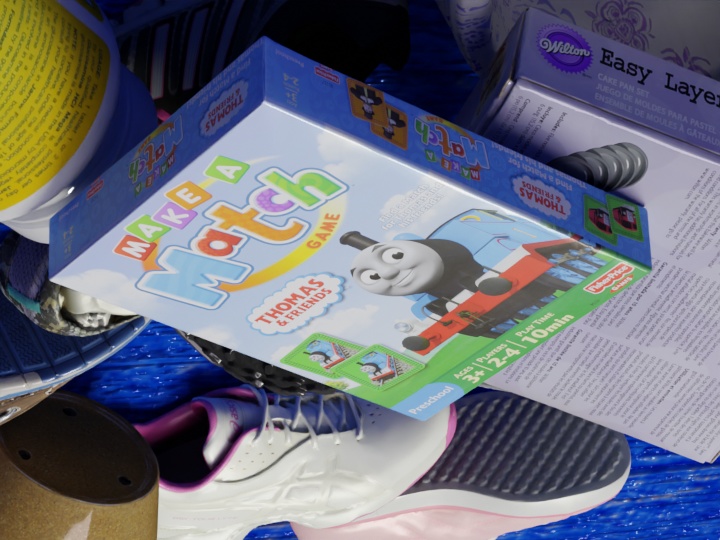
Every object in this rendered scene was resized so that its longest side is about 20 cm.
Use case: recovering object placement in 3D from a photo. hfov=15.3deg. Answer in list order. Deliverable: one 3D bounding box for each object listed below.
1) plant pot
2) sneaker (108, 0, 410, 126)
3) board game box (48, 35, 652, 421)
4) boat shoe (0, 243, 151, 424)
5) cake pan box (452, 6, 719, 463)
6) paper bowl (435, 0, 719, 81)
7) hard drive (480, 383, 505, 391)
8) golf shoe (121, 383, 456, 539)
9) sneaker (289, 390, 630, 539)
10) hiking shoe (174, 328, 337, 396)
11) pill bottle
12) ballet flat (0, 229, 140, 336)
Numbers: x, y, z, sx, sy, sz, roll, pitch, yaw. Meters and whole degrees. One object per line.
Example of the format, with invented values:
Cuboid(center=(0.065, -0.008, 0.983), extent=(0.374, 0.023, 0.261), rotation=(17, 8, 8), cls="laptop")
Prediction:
Cuboid(center=(-0.181, 0.166, 1.382), extent=(0.185, 0.187, 0.201), rotation=(6, 123, -36), cls="plant pot")
Cuboid(center=(-0.057, -0.080, 1.174), extent=(0.199, 0.088, 0.074), rotation=(-33, 146, 18), cls="sneaker")
Cuboid(center=(-0.004, -0.011, 1.095), extent=(0.199, 0.037, 0.151), rotation=(22, 140, -31), cls="board game box")
Cuboid(center=(-0.187, 0.042, 1.291), extent=(0.199, 0.073, 0.072), rotation=(-23, 164, -7), cls="boat shoe")
Cuboid(center=(0.113, -0.007, 1.170), extent=(0.183, 0.053, 0.200), rotation=(21, 139, -8), cls="cake pan box")
Cuboid(center=(0.116, -0.169, 1.143), extent=(0.199, 0.105, 0.201), rotation=(-15, 145, -11), cls="paper bowl")
Cuboid(center=(0.099, 0.008, 1.430), extent=(0.199, 0.043, 0.135), rotation=(13, 132, -43), cls="hard drive")
Cuboid(center=(-0.043, 0.095, 1.439), extent=(0.199, 0.076, 0.092), rotation=(-20, 143, -7), cls="golf shoe")
Cuboid(center=(0.054, 0.129, 1.528), extent=(0.198, 0.076, 0.105), rotation=(-7, 145, 0), cls="sneaker")
Cuboid(center=(0.000, 0.000, 1.326), extent=(0.199, 0.101, 0.076), rotation=(-5, 138, 25), cls="hiking shoe")
Cuboid(center=(-0.168, -0.088, 1.076), extent=(0.112, 0.113, 0.200), rotation=(-33, 145, 13), cls="pill bottle")
Cuboid(center=(-0.068, -0.016, 1.248), extent=(0.199, 0.072, 0.072), rotation=(-21, 147, -16), cls="ballet flat")
